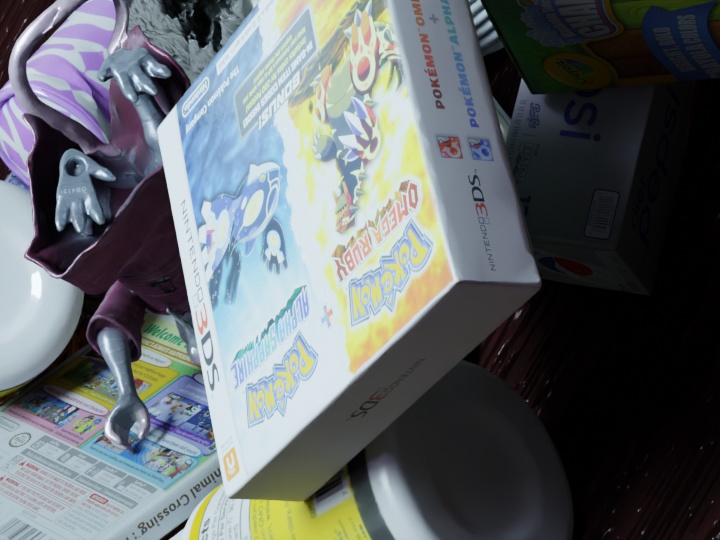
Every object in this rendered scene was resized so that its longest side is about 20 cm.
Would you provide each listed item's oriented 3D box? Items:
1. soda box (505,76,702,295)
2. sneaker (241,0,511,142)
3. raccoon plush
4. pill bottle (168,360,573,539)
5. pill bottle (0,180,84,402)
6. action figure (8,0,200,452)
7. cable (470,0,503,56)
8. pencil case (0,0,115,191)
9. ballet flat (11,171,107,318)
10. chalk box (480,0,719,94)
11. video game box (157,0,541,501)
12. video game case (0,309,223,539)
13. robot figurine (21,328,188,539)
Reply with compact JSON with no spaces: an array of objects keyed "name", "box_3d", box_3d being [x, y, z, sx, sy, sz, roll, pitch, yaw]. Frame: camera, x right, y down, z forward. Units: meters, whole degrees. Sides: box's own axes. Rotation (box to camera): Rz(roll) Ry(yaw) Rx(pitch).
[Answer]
[{"name":"soda box","box_3d":[0.115,-0.096,1.188,0.063,0.068,0.201,9,75,23]},{"name":"sneaker","box_3d":[0.018,-0.087,1.254,0.074,0.079,0.200,-43,67,-8]},{"name":"raccoon plush","box_3d":[-0.068,-0.135,1.429,0.134,0.096,0.201,-75,-11,-53]},{"name":"pill bottle","box_3d":[-0.010,0.129,1.201,0.200,0.114,0.115,-34,44,40]},{"name":"pill bottle","box_3d":[-0.217,0.019,1.457,0.200,0.111,0.113,151,136,-74]},{"name":"action figure","box_3d":[-0.109,-0.016,1.295,0.134,0.200,0.149,-36,62,-5]},{"name":"cable","box_3d":[0.055,-0.205,1.358,0.200,0.069,0.201,-6,65,54]},{"name":"pencil case","box_3d":[-0.119,-0.119,1.459,0.200,0.085,0.084,-55,2,-37]},{"name":"ballet flat","box_3d":[-0.167,-0.014,1.570,0.200,0.067,0.047,-130,49,-56]},{"name":"chalk box","box_3d":[0.110,-0.153,1.103,0.199,0.125,0.125,-6,71,16]},{"name":"video game box","box_3d":[-0.012,-0.028,1.090,0.200,0.047,0.183,-46,51,49]},{"name":"video game case","box_3d":[-0.128,0.089,1.342,0.182,0.022,0.200,-36,25,-22]},{"name":"robot figurine","box_3d":[-0.143,0.112,1.453,0.145,0.058,0.200,-50,36,20]}]
